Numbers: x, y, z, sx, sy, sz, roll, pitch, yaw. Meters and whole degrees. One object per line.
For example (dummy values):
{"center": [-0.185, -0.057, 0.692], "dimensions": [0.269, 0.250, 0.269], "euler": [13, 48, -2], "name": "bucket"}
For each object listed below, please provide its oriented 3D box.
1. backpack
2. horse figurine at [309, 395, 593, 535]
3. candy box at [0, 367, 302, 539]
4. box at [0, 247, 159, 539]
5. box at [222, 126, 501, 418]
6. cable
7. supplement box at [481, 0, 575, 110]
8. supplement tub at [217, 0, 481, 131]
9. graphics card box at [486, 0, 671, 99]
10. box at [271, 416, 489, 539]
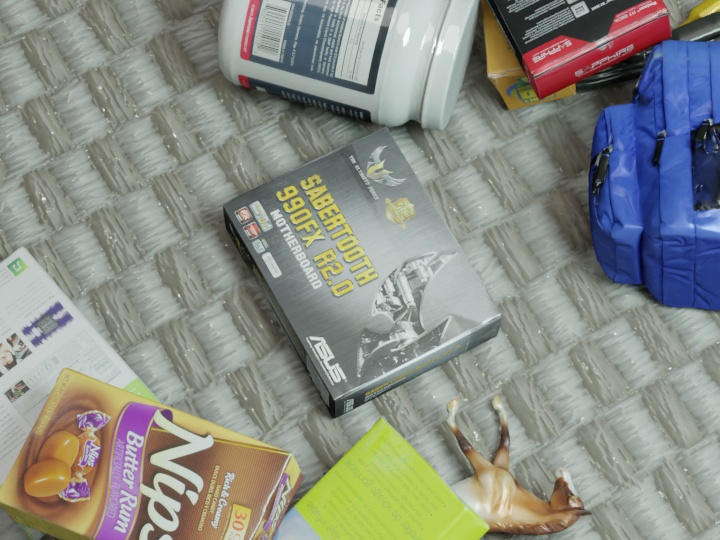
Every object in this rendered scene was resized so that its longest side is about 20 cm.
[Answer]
{"center": [0.271, -0.090, 1.553], "dimensions": [0.167, 0.163, 0.201], "euler": [5, 66, 6], "name": "backpack"}
{"center": [0.065, 0.174, 1.494], "dimensions": [0.199, 0.050, 0.133], "euler": [-18, 62, -9], "name": "horse figurine"}
{"center": [-0.157, 0.162, 1.426], "dimensions": [0.199, 0.057, 0.117], "euler": [19, 68, 16], "name": "candy box"}
{"center": [-0.266, 0.097, 1.527], "dimensions": [0.144, 0.036, 0.200], "euler": [-38, 70, -15], "name": "box"}
{"center": [0.000, 0.000, 1.572], "dimensions": [0.158, 0.048, 0.200], "euler": [-26, 69, -11], "name": "box"}
{"center": [0.266, -0.181, 1.671], "dimensions": [0.199, 0.050, 0.097], "euler": [-19, 74, 4], "name": "cable"}
{"center": [0.141, -0.243, 1.663], "dimensions": [0.066, 0.069, 0.201], "euler": [-11, 61, 15], "name": "supplement box"}
{"center": [-0.009, -0.203, 1.613], "dimensions": [0.199, 0.140, 0.141], "euler": [16, 66, 7], "name": "supplement tub"}
{"center": [0.162, -0.253, 1.595], "dimensions": [0.125, 0.051, 0.200], "euler": [-26, 63, 2], "name": "graphics card box"}
{"center": [-0.015, 0.219, 1.409], "dimensions": [0.200, 0.048, 0.122], "euler": [-45, 47, -2], "name": "box"}
